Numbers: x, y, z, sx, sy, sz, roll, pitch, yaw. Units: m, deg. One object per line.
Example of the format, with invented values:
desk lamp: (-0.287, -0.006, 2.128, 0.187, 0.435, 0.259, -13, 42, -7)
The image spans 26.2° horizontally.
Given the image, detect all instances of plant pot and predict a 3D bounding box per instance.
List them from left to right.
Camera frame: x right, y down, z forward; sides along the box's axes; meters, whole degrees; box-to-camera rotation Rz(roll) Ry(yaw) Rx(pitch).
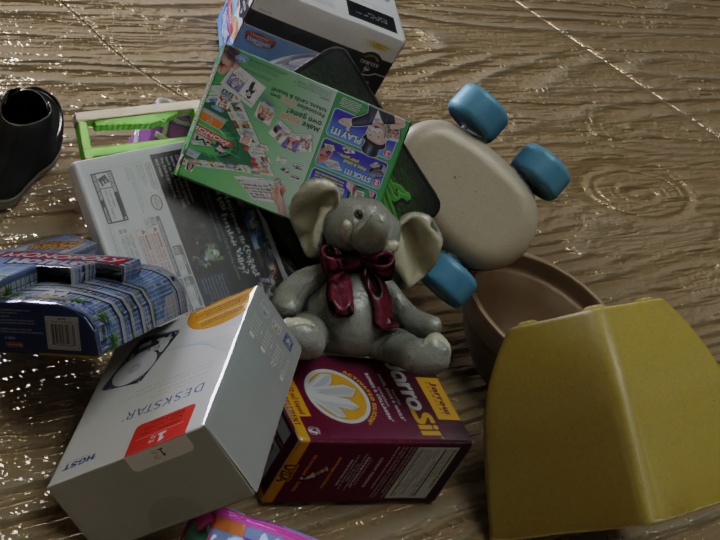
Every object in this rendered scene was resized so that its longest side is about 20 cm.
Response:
plant pot: (0.185, 0.078, 1.675, 0.200, 0.093, 0.201, 21, 33, -15)
plant pot: (0.233, 0.135, 1.470, 0.194, 0.195, 0.201, -6, 82, -45)

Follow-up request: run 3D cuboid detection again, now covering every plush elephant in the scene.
plush elephant: (0.000, 0.000, 1.440, 0.164, 0.156, 0.200, 9, 6, -11)

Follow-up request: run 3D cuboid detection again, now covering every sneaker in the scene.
sneaker: (-0.326, -0.150, 1.539, 0.075, 0.106, 0.200, 25, 33, -11)
sneaker: (-0.199, -0.099, 1.572, 0.072, 0.114, 0.201, 13, 38, -30)

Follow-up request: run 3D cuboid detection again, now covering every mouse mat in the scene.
mouse mat: (-0.032, -0.100, 1.527, 0.200, 0.161, 0.008, 57, -8, -10)

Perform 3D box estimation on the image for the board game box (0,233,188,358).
board game box: (-0.261, 0.017, 1.339, 0.199, 0.062, 0.200, 2, 14, 22)

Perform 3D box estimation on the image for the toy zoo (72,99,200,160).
toy zoo: (-0.199, -0.066, 1.516, 0.131, 0.020, 0.201, -8, 77, -21)

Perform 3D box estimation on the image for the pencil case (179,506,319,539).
pencil case: (-0.051, 0.249, 1.251, 0.199, 0.089, 0.089, 20, 34, -17)

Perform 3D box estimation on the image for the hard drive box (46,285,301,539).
hard drive box: (-0.146, 0.119, 1.267, 0.077, 0.155, 0.200, 57, 23, -24)

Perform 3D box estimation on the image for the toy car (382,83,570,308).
toy car: (0.096, -0.075, 1.659, 0.177, 0.184, 0.200, 42, -7, -4)

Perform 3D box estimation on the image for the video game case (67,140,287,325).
video game case: (-0.166, -0.025, 1.476, 0.181, 0.023, 0.201, -15, 80, -36)

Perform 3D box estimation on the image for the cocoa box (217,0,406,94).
cocoa box: (-0.065, -0.301, 1.943, 0.199, 0.132, 0.134, 18, 34, -21)

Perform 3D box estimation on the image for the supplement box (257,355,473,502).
supplement box: (-0.011, 0.145, 1.422, 0.199, 0.086, 0.111, 5, 40, -36)

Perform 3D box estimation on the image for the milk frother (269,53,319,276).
milk frother: (-0.078, -0.089, 1.588, 0.179, 0.189, 0.200, -9, 36, -2)

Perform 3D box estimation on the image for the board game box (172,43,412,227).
board game box: (-0.065, -0.119, 1.495, 0.199, 0.135, 0.029, 22, 0, -16)
